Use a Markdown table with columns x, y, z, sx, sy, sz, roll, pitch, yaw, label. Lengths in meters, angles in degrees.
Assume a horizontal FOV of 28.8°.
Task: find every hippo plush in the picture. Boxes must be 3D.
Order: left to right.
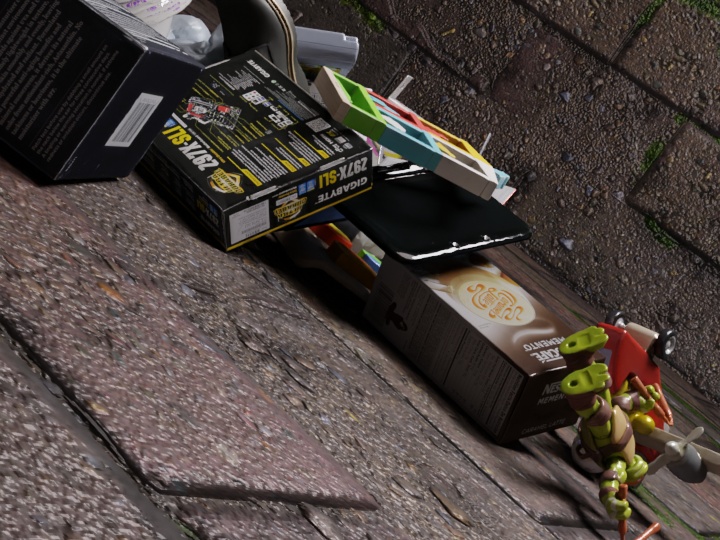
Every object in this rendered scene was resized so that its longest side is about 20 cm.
| x | y | z | sx | sy | sz | roll | pitch | yaw | label |
| --- | --- | --- | --- | --- | --- | --- | --- | --- | --- |
| -0.199 | -0.206 | 1.555 | 0.200 | 0.160 | 0.160 | -27 | 32 | -35 | hippo plush |

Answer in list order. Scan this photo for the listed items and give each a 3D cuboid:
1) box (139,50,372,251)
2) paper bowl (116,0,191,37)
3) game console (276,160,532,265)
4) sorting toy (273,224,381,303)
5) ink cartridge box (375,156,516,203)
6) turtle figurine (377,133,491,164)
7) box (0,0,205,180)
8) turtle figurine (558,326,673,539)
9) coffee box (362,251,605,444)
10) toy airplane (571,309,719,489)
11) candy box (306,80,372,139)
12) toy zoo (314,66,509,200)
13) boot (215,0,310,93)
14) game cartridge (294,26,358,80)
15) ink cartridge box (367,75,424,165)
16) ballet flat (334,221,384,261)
| x | y | z | sx | sy | sz | roll | pitch | yaw | label |
| --- | --- | --- | --- | --- | --- | --- | --- | --- | --- |
| -0.108 | -0.115 | 1.268 | 0.200 | 0.159 | 0.049 | 42 | -33 | 37 | box |
| -0.267 | -0.267 | 1.395 | 0.200 | 0.105 | 0.201 | -5 | 27 | 3 | paper bowl |
| 0.030 | -0.040 | 1.356 | 0.200 | 0.176 | 0.117 | -11 | 77 | -46 | game console |
| 0.000 | 0.000 | 1.442 | 0.200 | 0.037 | 0.185 | 32 | 9 | -26 | sorting toy |
| 0.085 | -0.076 | 1.744 | 0.199 | 0.109 | 0.051 | 17 | -43 | 33 | ink cartridge box |
| 0.074 | -0.099 | 1.879 | 0.143 | 0.201 | 0.194 | 21 | 17 | 0 | turtle figurine |
| -0.248 | -0.172 | 1.070 | 0.198 | 0.123 | 0.200 | 38 | 6 | 2 | box |
| 0.218 | 0.130 | 1.226 | 0.162 | 0.064 | 0.200 | 62 | 35 | -30 | turtle figurine |
| 0.112 | 0.061 | 1.298 | 0.114 | 0.080 | 0.200 | -9 | 40 | -43 | coffee box |
| 0.261 | 0.156 | 1.411 | 0.199 | 0.141 | 0.200 | 47 | -28 | -1 | toy airplane |
| -0.099 | -0.201 | 1.712 | 0.199 | 0.072 | 0.168 | 9 | 8 | 9 | candy box |
| 0.054 | -0.124 | 1.324 | 0.199 | 0.021 | 0.131 | 26 | 16 | -19 | toy zoo |
| -0.125 | -0.198 | 1.440 | 0.077 | 0.138 | 0.200 | 6 | -44 | 37 | boot |
| -0.077 | -0.258 | 1.672 | 0.133 | 0.041 | 0.200 | 11 | -1 | -6 | game cartridge |
| 0.039 | -0.194 | 2.108 | 0.067 | 0.200 | 0.116 | 36 | 8 | 0 | ink cartridge box |
| 0.015 | -0.040 | 1.625 | 0.073 | 0.073 | 0.200 | 39 | 6 | 19 | ballet flat |
